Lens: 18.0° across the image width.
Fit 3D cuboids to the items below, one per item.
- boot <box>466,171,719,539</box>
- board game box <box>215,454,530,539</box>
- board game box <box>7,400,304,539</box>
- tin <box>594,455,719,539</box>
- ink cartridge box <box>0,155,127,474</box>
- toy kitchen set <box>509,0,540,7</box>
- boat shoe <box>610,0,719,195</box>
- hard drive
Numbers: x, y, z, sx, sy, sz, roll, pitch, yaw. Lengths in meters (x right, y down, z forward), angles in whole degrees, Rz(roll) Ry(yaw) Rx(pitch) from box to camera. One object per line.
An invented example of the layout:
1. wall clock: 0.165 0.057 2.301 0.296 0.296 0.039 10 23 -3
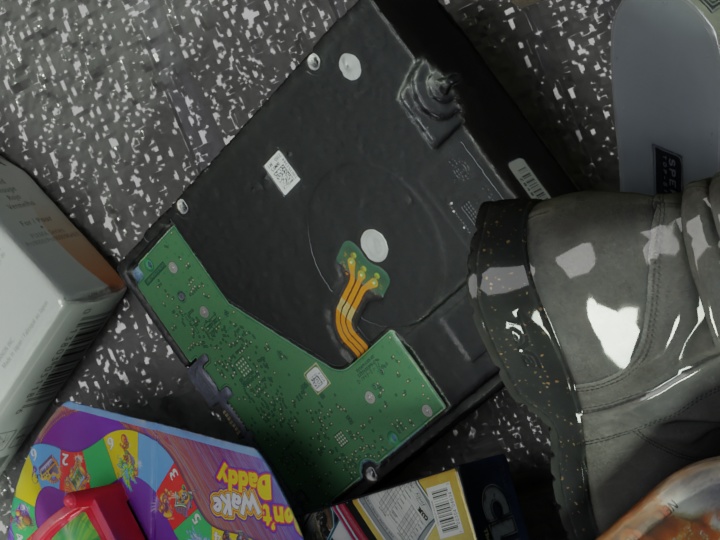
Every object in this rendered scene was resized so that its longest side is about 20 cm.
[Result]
1. boot: 0.127 0.046 0.749 0.131 0.070 0.200 -10 135 23
2. board game box: 0.021 0.183 0.855 0.135 0.035 0.200 -20 82 36
3. board game box: -0.095 0.140 0.896 0.200 0.039 0.158 10 101 44
4. tin: 0.102 0.140 0.730 0.200 0.042 0.112 -46 51 36
5. ink cartridge box: -0.214 0.000 1.011 0.200 0.050 0.162 48 119 21
6. toy kitchen set: -0.055 -0.166 0.781 0.200 0.163 0.181 -24 65 30
7. boat shoe: 0.130 -0.020 0.800 0.074 0.065 0.200 35 140 37
8. hard drive: 0.000 0.000 0.866 0.140 0.038 0.200 54 134 8
